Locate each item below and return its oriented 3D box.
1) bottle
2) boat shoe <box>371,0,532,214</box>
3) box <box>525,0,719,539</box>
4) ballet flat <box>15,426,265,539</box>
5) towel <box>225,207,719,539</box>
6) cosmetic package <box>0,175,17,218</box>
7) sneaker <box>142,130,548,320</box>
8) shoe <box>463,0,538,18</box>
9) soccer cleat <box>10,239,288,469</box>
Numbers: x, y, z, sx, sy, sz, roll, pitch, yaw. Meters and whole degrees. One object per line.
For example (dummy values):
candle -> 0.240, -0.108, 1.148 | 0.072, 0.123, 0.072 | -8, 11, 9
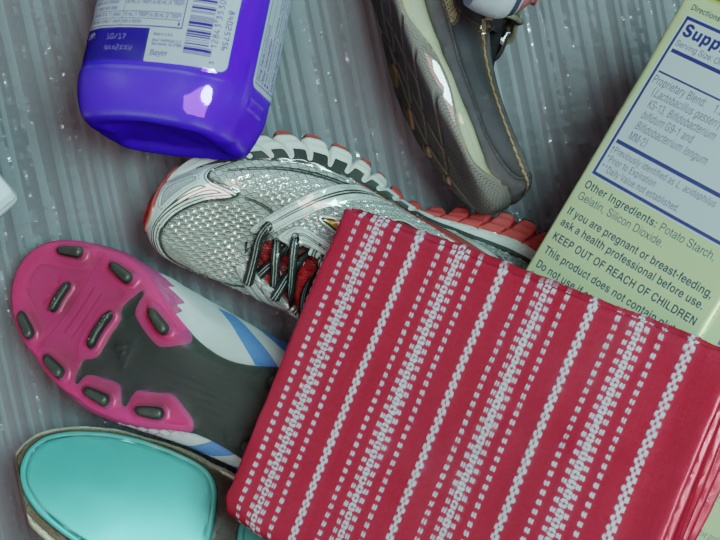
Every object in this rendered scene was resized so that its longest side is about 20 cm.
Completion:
bottle -> -0.065, -0.151, 0.762 | 0.083, 0.065, 0.202 | 6, 78, 21
boat shoe -> 0.042, -0.126, 0.773 | 0.073, 0.074, 0.202 | -20, 86, -8
box -> 0.165, 0.016, 0.749 | 0.175, 0.096, 0.201 | 26, 96, -45
ballet flat -> -0.065, 0.125, 0.808 | 0.198, 0.062, 0.068 | 16, 67, -3
towel -> 0.045, 0.069, 0.684 | 0.199, 0.022, 0.146 | 23, 90, 36
cosmetic package -> -0.287, -0.034, 0.715 | 0.199, 0.123, 0.200 | -42, 96, -28
sneaker -> 0.000, 0.000, 0.777 | 0.198, 0.083, 0.078 | 15, 130, -3
shoe -> 0.105, -0.178, 0.746 | 0.090, 0.072, 0.202 | 20, 56, -8
soccer cleat -> -0.071, 0.051, 0.803 | 0.199, 0.086, 0.070 | 28, 89, 18
